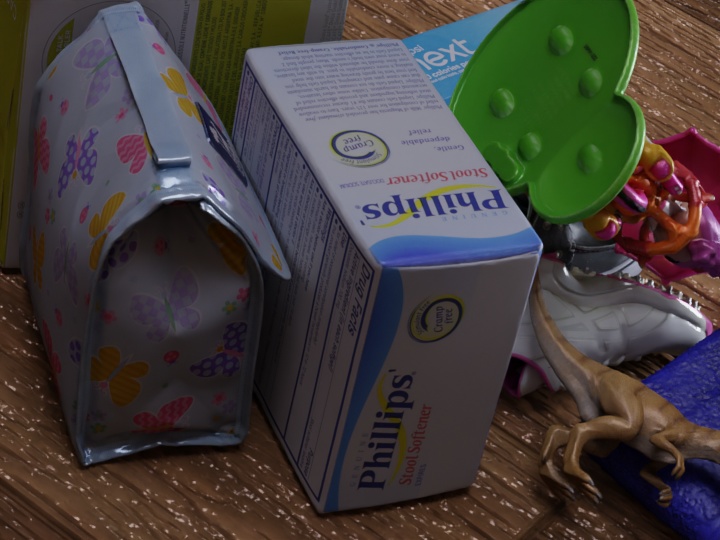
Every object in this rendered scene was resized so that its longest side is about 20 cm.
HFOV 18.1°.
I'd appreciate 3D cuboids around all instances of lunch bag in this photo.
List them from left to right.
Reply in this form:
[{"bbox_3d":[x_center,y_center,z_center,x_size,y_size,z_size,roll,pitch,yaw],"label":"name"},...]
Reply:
[{"bbox_3d":[-0.117,-0.022,1.253,0.126,0.201,0.170,-8,43,-18],"label":"lunch bag"}]

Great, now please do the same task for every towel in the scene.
[{"bbox_3d":[0.242,0.118,1.306,0.147,0.050,0.200,-28,54,-35],"label":"towel"}]

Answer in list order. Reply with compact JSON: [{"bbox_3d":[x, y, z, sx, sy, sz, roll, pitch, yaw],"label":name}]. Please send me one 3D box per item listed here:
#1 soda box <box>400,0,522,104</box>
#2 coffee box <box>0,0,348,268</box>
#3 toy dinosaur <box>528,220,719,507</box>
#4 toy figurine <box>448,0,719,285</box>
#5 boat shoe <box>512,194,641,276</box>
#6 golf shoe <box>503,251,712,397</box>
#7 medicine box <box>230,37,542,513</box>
[{"bbox_3d":[0.092,-0.134,1.565,0.199,0.064,0.068,-23,51,-36],"label":"soda box"},{"bbox_3d":[-0.138,-0.143,1.399,0.196,0.201,0.200,-3,41,-19],"label":"coffee box"},{"bbox_3d":[0.140,0.077,1.287,0.200,0.060,0.106,37,72,18],"label":"toy dinosaur"},{"bbox_3d":[0.171,-0.054,1.351,0.184,0.150,0.200,34,16,-33],"label":"toy figurine"},{"bbox_3d":[0.100,-0.020,1.422,0.199,0.071,0.072,-7,43,-25],"label":"boat shoe"},{"bbox_3d":[0.124,0.038,1.371,0.199,0.092,0.075,15,-6,-26],"label":"golf shoe"},{"bbox_3d":[0.000,0.000,1.278,0.102,0.183,0.200,-8,43,-24],"label":"medicine box"}]
